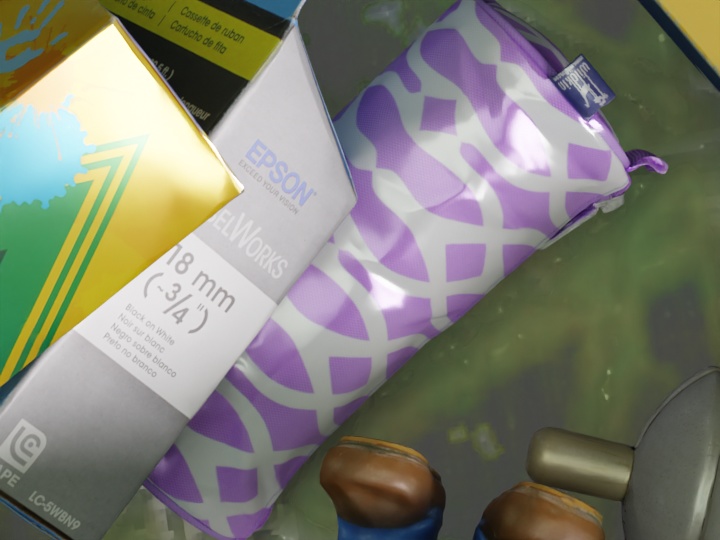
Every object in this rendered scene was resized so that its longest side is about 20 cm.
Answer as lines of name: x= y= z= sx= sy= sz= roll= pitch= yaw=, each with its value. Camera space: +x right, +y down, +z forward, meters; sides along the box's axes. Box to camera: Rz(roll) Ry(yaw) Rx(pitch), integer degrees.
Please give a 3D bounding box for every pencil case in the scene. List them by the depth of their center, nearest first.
pencil case: x=0.000 y=0.000 z=0.789 sx=0.200 sy=0.084 sz=0.086 roll=-41 pitch=106 yaw=10

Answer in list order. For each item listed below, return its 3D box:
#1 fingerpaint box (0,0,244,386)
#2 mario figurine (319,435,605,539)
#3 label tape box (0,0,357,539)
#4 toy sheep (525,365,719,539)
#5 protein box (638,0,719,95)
fingerpaint box: x=-0.150 y=-0.033 z=0.710 sx=0.167 sy=0.200 sz=0.073 roll=-40 pitch=127 yaw=-5
mario figurine: x=0.005 y=0.149 z=0.673 sx=0.123 sy=0.106 sz=0.200 roll=3 pitch=72 yaw=42
label tape box: x=-0.074 y=-0.031 z=0.764 sx=0.200 sy=0.063 sz=0.144 roll=-53 pitch=37 yaw=-5
toy sheep: x=0.149 y=0.070 z=0.731 sx=0.200 sy=0.138 sz=0.138 roll=13 pitch=92 yaw=6
protein box: x=0.133 y=-0.117 z=0.698 sx=0.135 sy=0.200 sz=0.199 roll=-40 pitch=83 yaw=8
